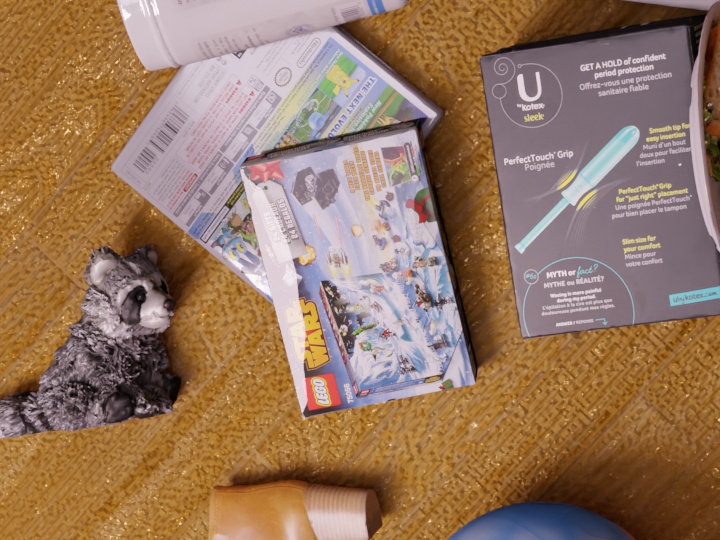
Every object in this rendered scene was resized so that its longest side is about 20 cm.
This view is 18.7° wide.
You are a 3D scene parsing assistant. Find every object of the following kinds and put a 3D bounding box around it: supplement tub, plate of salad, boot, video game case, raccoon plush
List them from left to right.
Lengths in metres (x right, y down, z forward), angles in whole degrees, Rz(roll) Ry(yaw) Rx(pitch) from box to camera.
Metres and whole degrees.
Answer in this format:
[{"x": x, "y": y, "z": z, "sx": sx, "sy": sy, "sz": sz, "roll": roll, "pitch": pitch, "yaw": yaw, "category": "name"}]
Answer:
[{"x": -0.227, "y": 0.056, "z": 1.693, "sx": 0.199, "sy": 0.097, "sz": 0.135, "roll": -10, "pitch": 90, "yaw": 17, "category": "raccoon plush"}, {"x": -0.072, "y": -0.228, "z": 1.556, "sx": 0.199, "sy": 0.132, "sz": 0.133, "roll": -13, "pitch": 97, "yaw": 5, "category": "supplement tub"}, {"x": -0.065, "y": -0.098, "z": 1.653, "sx": 0.182, "sy": 0.022, "sz": 0.200, "roll": 39, "pitch": 107, "yaw": 5, "category": "video game case"}, {"x": -0.047, "y": 0.261, "z": 1.698, "sx": 0.143, "sy": 0.071, "sz": 0.202, "roll": -5, "pitch": 96, "yaw": 22, "category": "boot"}, {"x": 0.264, "y": -0.083, "z": 1.474, "sx": 0.048, "sy": 0.200, "sz": 0.201, "roll": -6, "pitch": 99, "yaw": 23, "category": "plate of salad"}]

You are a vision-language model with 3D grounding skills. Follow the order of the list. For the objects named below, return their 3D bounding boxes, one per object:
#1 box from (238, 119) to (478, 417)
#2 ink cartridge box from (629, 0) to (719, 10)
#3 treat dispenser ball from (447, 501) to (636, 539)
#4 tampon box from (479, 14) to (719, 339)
[{"x": 0.000, "y": 0.000, "z": 1.626, "sx": 0.136, "sy": 0.040, "sz": 0.201, "roll": -11, "pitch": 104, "yaw": 9, "category": "box"}, {"x": 0.178, "y": -0.282, "z": 1.541, "sx": 0.199, "sy": 0.045, "sz": 0.177, "roll": 9, "pitch": 103, "yaw": 13, "category": "ink cartridge box"}, {"x": 0.131, "y": 0.268, "z": 1.575, "sx": 0.200, "sy": 0.201, "sz": 0.202, "roll": 3, "pitch": 101, "yaw": 14, "category": "treat dispenser ball"}, {"x": 0.180, "y": -0.069, "z": 1.538, "sx": 0.149, "sy": 0.126, "sz": 0.201, "roll": -7, "pitch": 98, "yaw": 16, "category": "tampon box"}]
